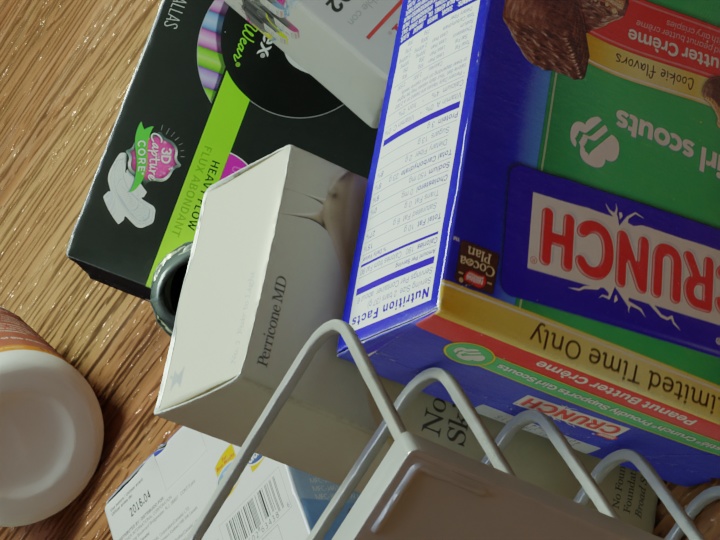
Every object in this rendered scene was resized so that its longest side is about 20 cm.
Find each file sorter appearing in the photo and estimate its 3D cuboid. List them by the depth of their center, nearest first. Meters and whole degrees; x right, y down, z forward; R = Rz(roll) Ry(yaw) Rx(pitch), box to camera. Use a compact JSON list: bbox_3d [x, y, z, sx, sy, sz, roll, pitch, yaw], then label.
[{"bbox_3d":[0.048,0.123,0.839,0.139,0.200,0.125,-58,27,15],"label":"file sorter"}]

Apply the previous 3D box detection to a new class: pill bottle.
[{"bbox_3d":[-0.244,0.082,1.482,0.112,0.112,0.200,-65,27,3],"label":"pill bottle"}]

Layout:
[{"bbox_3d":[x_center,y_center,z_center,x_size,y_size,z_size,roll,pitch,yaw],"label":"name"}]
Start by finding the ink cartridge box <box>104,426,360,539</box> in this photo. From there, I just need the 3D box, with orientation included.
[{"bbox_3d":[-0.040,0.132,1.065,0.136,0.076,0.200,-45,53,35],"label":"ink cartridge box"}]

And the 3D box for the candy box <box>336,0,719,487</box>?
[{"bbox_3d":[0.094,-0.037,0.910,0.077,0.169,0.200,-27,48,56],"label":"candy box"}]

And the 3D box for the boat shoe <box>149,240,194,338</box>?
[{"bbox_3d":[0.000,0.000,1.054,0.062,0.200,0.073,16,-115,-82],"label":"boat shoe"}]

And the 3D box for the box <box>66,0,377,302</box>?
[{"bbox_3d":[-0.042,-0.068,1.162,0.124,0.148,0.200,106,-176,-84],"label":"box"}]

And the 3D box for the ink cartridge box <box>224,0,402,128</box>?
[{"bbox_3d":[0.003,-0.151,1.073,0.115,0.200,0.068,-48,-6,-16],"label":"ink cartridge box"}]

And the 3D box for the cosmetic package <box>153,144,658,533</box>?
[{"bbox_3d":[0.027,0.039,0.937,0.073,0.200,0.104,-23,51,54],"label":"cosmetic package"}]
